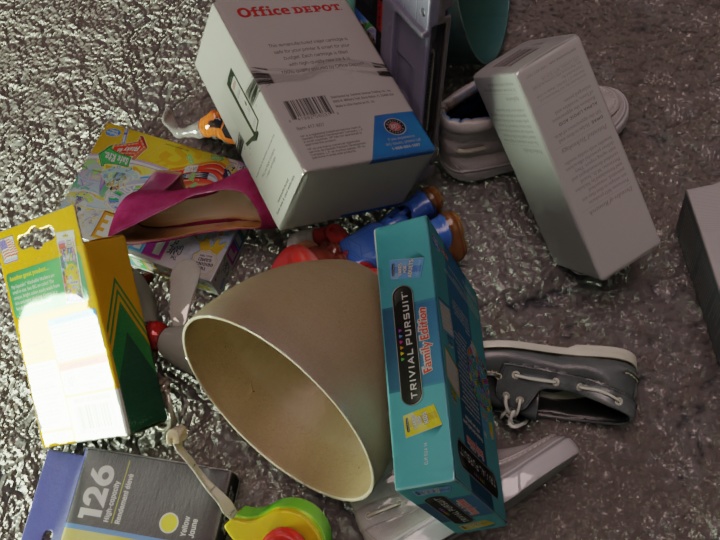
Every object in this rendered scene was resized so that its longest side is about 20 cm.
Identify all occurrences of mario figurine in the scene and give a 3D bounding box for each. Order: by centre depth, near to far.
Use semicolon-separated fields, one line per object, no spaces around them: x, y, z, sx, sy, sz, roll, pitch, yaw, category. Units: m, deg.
0.000;0.000;0.948;0.197;0.123;0.108;-24;105;-12;mario figurine

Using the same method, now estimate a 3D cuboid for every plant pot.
-0.030;0.071;0.817;0.198;0.202;0.135;30;57;22;plant pot
0.054;-0.314;1.021;0.158;0.201;0.204;2;63;25;plant pot

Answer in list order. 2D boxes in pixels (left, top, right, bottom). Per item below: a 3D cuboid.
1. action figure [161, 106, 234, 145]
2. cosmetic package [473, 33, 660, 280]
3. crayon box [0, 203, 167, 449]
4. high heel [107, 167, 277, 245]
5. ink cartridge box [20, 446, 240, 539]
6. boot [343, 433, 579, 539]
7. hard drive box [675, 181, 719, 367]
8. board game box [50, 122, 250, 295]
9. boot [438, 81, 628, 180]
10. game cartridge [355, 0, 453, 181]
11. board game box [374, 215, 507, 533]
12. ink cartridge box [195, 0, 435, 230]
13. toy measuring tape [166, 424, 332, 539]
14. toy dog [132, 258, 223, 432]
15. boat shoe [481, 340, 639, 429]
-0.082;-0.159;1.035;0.191;0.106;0.200;25;39;11;action figure
0.184;-0.101;0.881;0.073;0.102;0.203;-30;106;-8;cosmetic package
-0.254;0.050;0.888;0.124;0.051;0.204;-13;91;36;crayon box
-0.144;-0.050;0.938;0.196;0.068;0.097;11;47;19;high heel
-0.221;0.260;0.860;0.195;0.047;0.202;6;66;10;ink cartridge box
0.081;0.168;0.836;0.197;0.074;0.097;-29;69;-4;boot
0.382;0.017;0.860;0.152;0.077;0.204;-12;63;4;hard drive box
-0.207;-0.067;1.025;0.196;0.034;0.136;17;68;17;board game box
0.170;-0.153;0.961;0.196;0.096;0.075;-19;62;0;boot
0.034;-0.200;0.926;0.038;0.202;0.130;-23;51;-23;game cartridge
0.062;0.084;0.762;0.046;0.151;0.204;-13;61;17;board game box
-0.045;-0.152;0.902;0.144;0.085;0.202;-13;62;-32;ink cartridge box
-0.081;0.199;0.832;0.073;0.074;0.201;-37;87;-10;toy measuring tape
-0.193;0.042;0.939;0.200;0.133;0.096;42;38;21;toy dog
0.146;0.104;0.860;0.195;0.073;0.063;-1;59;3;boat shoe
